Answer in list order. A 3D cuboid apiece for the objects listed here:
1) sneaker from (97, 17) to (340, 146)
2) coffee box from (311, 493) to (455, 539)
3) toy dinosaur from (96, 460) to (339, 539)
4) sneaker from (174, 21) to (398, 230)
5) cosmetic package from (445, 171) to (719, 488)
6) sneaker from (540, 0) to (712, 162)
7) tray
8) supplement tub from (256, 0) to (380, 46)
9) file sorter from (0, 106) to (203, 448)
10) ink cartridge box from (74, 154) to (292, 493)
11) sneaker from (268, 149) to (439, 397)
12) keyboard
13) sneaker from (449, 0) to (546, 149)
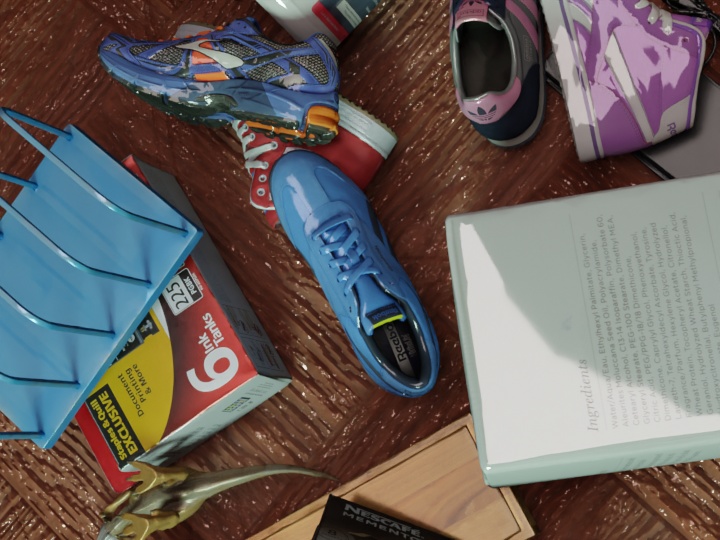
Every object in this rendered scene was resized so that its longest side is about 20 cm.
[{"bbox_3d":[-0.100,-0.147,0.974,0.198,0.075,0.079,14,81,16],"label":"sneaker"},{"bbox_3d":[0.052,0.235,0.893,0.199,0.113,0.080,20,101,2],"label":"coffee box"},{"bbox_3d":[-0.130,0.164,0.997,0.199,0.106,0.061,-20,81,19],"label":"toy dinosaur"},{"bbox_3d":[-0.081,-0.106,1.030,0.199,0.071,0.113,31,88,15],"label":"sneaker"},{"bbox_3d":[0.166,0.046,0.876,0.198,0.165,0.166,-8,76,5],"label":"cosmetic package"},{"bbox_3d":[0.188,-0.188,0.953,0.113,0.073,0.202,-15,92,14],"label":"sneaker"},{"bbox_3d":[0.021,0.196,0.977,0.199,0.037,0.099,-30,76,8],"label":"tray"},{"bbox_3d":[-0.010,-0.276,0.998,0.200,0.140,0.140,-45,74,5],"label":"supplement tub"},{"bbox_3d":[-0.239,0.005,0.943,0.138,0.123,0.201,38,95,17],"label":"file sorter"},{"bbox_3d":[-0.181,0.047,1.028,0.175,0.084,0.201,-35,75,9],"label":"ink cartridge box"},{"bbox_3d":[0.000,0.000,0.959,0.066,0.078,0.201,-29,94,-5],"label":"sneaker"},{"bbox_3d":[0.240,-0.135,0.974,0.200,0.021,0.127,43,100,16],"label":"keyboard"},{"bbox_3d":[0.096,-0.196,0.984,0.070,0.082,0.202,-14,73,24],"label":"sneaker"}]
